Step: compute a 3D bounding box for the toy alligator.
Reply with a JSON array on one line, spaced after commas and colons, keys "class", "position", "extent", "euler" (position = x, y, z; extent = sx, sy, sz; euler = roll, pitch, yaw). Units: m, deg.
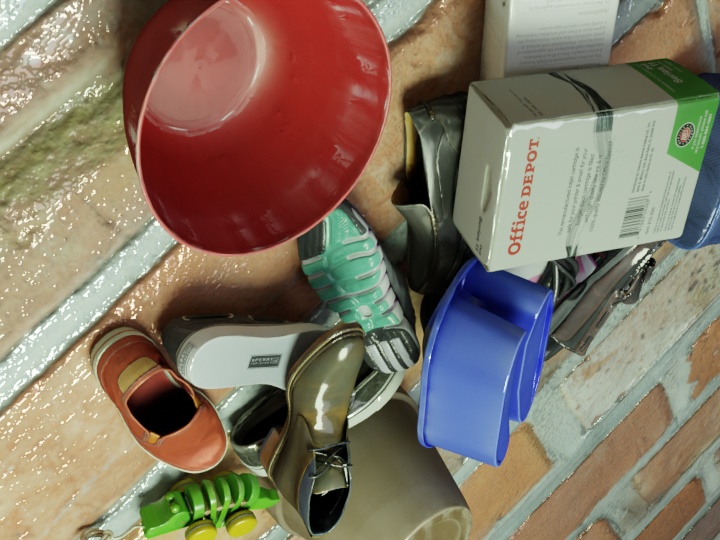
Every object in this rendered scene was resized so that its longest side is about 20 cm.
[{"class": "toy alligator", "position": [-0.163, 0.223, 0.921], "extent": [0.199, 0.059, 0.054], "euler": [-6, 136, -31]}]

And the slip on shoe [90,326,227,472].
[{"class": "slip on shoe", "position": [-0.165, 0.126, 0.846], "extent": [0.074, 0.061, 0.200], "euler": [-40, 142, -14]}]

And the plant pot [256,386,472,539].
[{"class": "plant pot", "position": [0.019, 0.234, 1.018], "extent": [0.199, 0.173, 0.201], "euler": [-25, 135, -28]}]

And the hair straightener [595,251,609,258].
[{"class": "hair straightener", "position": [0.279, -0.052, 1.077], "extent": [0.077, 0.041, 0.200], "euler": [-21, 153, 29]}]

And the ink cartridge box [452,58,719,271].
[{"class": "ink cartridge box", "position": [0.188, -0.093, 0.842], "extent": [0.199, 0.083, 0.147], "euler": [-10, 128, -18]}]

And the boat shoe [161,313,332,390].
[{"class": "boat shoe", "position": [-0.090, 0.069, 0.865], "extent": [0.199, 0.066, 0.070], "euler": [3, 114, -46]}]

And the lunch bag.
[{"class": "lunch bag", "position": [0.398, -0.119, 1.116], "extent": [0.132, 0.136, 0.201], "euler": [-12, 129, -36]}]

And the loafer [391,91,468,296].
[{"class": "loafer", "position": [0.059, -0.066, 0.901], "extent": [0.072, 0.073, 0.201], "euler": [-8, 118, -27]}]

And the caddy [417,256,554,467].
[{"class": "caddy", "position": [0.105, 0.085, 0.909], "extent": [0.141, 0.105, 0.201], "euler": [-48, 149, -45]}]

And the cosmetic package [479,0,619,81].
[{"class": "cosmetic package", "position": [0.162, -0.174, 0.879], "extent": [0.101, 0.074, 0.201], "euler": [-6, 131, -8]}]

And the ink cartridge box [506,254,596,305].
[{"class": "ink cartridge box", "position": [0.196, -0.016, 1.087], "extent": [0.200, 0.043, 0.196], "euler": [-48, 141, 1]}]

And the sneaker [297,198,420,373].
[{"class": "sneaker", "position": [0.000, 0.000, 0.913], "extent": [0.074, 0.088, 0.201], "euler": [-14, 123, 17]}]

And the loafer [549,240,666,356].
[{"class": "loafer", "position": [0.274, 0.021, 1.057], "extent": [0.072, 0.063, 0.200], "euler": [-41, 171, -46]}]

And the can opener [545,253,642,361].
[{"class": "can opener", "position": [0.270, 0.042, 1.193], "extent": [0.200, 0.079, 0.063], "euler": [-43, -175, -14]}]

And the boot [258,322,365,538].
[{"class": "boot", "position": [-0.024, 0.142, 0.851], "extent": [0.074, 0.097, 0.201], "euler": [-6, 136, -33]}]

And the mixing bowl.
[{"class": "mixing bowl", "position": [-0.087, -0.123, 0.679], "extent": [0.199, 0.108, 0.201], "euler": [-24, 135, -26]}]

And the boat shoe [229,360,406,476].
[{"class": "boat shoe", "position": [-0.037, 0.123, 0.954], "extent": [0.200, 0.071, 0.064], "euler": [-38, 143, -11]}]

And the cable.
[{"class": "cable", "position": [0.152, 0.028, 1.010], "extent": [0.199, 0.051, 0.164], "euler": [4, 116, -42]}]
